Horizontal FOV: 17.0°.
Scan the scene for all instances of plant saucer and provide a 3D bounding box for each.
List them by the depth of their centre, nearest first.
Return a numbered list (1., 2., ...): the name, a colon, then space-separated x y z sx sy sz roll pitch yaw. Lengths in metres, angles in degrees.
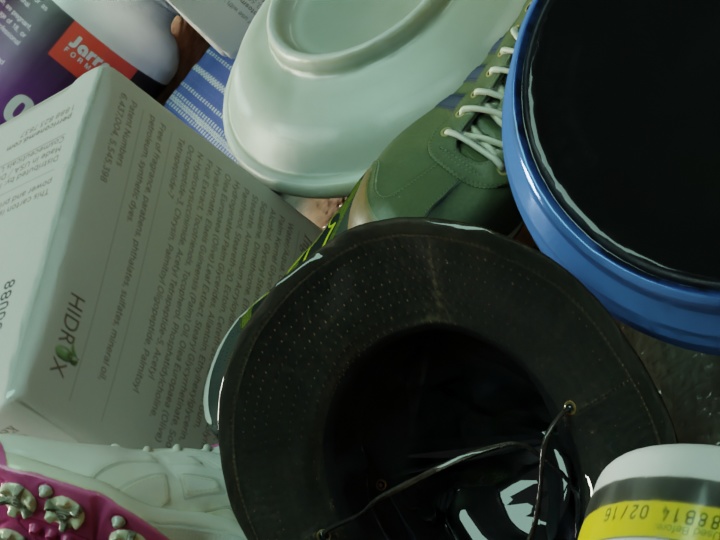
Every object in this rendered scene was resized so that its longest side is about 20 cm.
1. plant saucer: 0.011 -0.125 1.180 0.200 0.050 0.200 -21 40 19

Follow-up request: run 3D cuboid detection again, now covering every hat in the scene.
1. hat: 0.047 0.073 0.945 0.200 0.081 0.201 4 98 27

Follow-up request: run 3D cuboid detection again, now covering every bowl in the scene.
1. bowl: 0.151 -0.066 0.912 0.200 0.039 0.201 -5 65 11

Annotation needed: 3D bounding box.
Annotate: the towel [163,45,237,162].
1. towel: -0.044 -0.109 1.309 0.200 0.024 0.145 -51 32 1

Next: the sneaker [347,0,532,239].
1. sneaker: 0.070 -0.077 0.996 0.200 0.067 0.090 -38 -23 -40

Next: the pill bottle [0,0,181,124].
1. pill bottle: -0.183 -0.108 1.393 0.200 0.112 0.112 -50 33 7

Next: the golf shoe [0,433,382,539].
1. golf shoe: -0.067 0.103 1.010 0.075 0.200 0.092 119 170 -46

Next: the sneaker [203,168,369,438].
1. sneaker: 0.000 0.000 1.029 0.200 0.074 0.085 -50 -17 -38

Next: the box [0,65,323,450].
1. box: -0.144 0.050 1.147 0.199 0.171 0.200 -24 41 38

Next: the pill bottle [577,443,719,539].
1. pill bottle: 0.106 0.167 0.789 0.111 0.111 0.200 -9 53 47

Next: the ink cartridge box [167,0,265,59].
1. ink cartridge box: -0.033 -0.231 1.317 0.200 0.084 0.146 -40 26 15
